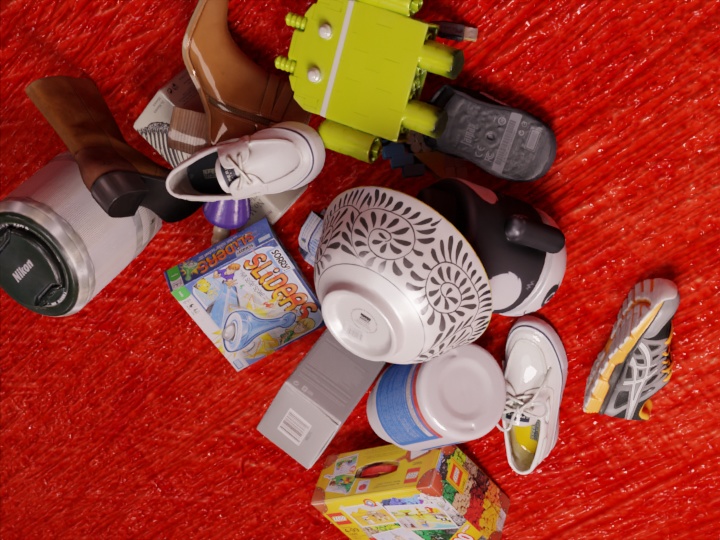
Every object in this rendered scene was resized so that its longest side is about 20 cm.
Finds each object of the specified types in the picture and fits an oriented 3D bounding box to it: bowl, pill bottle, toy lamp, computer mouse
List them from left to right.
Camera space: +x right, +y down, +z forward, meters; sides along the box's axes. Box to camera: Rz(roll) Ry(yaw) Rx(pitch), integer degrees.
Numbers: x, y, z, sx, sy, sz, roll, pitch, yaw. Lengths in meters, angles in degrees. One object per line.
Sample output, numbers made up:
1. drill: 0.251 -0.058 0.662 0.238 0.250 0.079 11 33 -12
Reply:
1. toy lamp: -0.162 -0.032 1.683 0.058 0.058 0.201 30 138 11
2. bowl: 0.021 0.025 1.427 0.199 0.094 0.202 25 140 23
3. pill bottle: 0.079 0.150 1.684 0.112 0.112 0.200 48 155 -7
4. computer mouse: 0.114 -0.178 1.494 0.198 0.046 0.142 15 104 6

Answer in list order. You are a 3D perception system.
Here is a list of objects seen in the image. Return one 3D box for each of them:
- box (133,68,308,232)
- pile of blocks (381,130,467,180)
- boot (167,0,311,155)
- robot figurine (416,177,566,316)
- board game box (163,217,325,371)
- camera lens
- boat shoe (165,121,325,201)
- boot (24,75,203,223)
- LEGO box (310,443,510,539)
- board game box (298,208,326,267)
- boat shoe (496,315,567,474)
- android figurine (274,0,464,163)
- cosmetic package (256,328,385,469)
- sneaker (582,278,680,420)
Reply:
1. box: -0.163 -0.134 1.692 0.200 0.068 0.082 45 135 -2
2. pile of blocks: 0.032 -0.148 1.549 0.200 0.082 0.062 46 175 -1
3. boot: -0.122 -0.211 1.601 0.153 0.077 0.203 11 94 1
4. robot figurine: 0.123 -0.021 1.506 0.150 0.198 0.126 44 112 52
5. board game box: -0.129 0.032 1.704 0.134 0.035 0.200 -28 144 4
6. camera lens: -0.354 -0.053 1.784 0.158 0.200 0.161 17 130 21
7. boat shoe: -0.125 -0.109 1.526 0.198 0.066 0.073 -2 109 39
8. boot: -0.287 -0.147 1.738 0.201 0.187 0.069 53 126 23
9. LEGO box: 0.063 0.290 1.821 0.199 0.078 0.149 -16 130 40
10. board game box: 0.000 0.000 1.627 0.199 0.200 0.062 36 94 20
11. boat shoe: 0.186 0.153 1.660 0.074 0.086 0.204 16 130 22
12. android figurine: 0.004 -0.207 1.471 0.198 0.041 0.184 23 105 21
13. cosmetic package: -0.028 0.122 1.701 0.090 0.200 0.107 37 137 6
14. sneaker: 0.304 0.086 1.552 0.076 0.079 0.201 20 136 2
